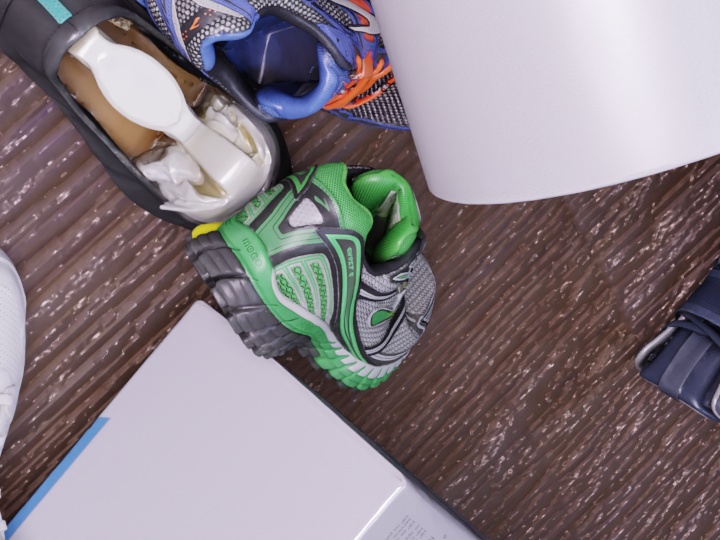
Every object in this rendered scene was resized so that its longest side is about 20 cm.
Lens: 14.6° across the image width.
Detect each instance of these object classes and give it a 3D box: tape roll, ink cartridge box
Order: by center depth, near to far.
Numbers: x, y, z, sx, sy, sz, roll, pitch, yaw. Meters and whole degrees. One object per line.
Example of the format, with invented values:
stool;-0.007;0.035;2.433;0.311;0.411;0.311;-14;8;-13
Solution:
tape roll;0.103;-0.125;1.145;0.202;0.202;0.140;-24;104;-25
ink cartridge box;-0.032;0.141;1.272;0.147;0.146;0.200;-49;146;-2

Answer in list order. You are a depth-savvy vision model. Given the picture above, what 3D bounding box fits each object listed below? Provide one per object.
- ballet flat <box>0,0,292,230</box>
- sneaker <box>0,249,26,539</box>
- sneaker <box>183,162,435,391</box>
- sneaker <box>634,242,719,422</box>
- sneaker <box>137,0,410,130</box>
ballet flat;-0.082;-0.060;1.180;0.068;0.068;0.200;-50;136;1
sneaker;-0.162;0.096;1.183;0.073;0.115;0.201;-1;116;-36
sneaker;0.000;0.000;1.232;0.085;0.078;0.200;-33;168;12
sneaker;0.198;-0.005;1.435;0.146;0.077;0.203;-42;136;-14
sneaker;-0.025;-0.091;1.183;0.075;0.079;0.200;-41;145;25
